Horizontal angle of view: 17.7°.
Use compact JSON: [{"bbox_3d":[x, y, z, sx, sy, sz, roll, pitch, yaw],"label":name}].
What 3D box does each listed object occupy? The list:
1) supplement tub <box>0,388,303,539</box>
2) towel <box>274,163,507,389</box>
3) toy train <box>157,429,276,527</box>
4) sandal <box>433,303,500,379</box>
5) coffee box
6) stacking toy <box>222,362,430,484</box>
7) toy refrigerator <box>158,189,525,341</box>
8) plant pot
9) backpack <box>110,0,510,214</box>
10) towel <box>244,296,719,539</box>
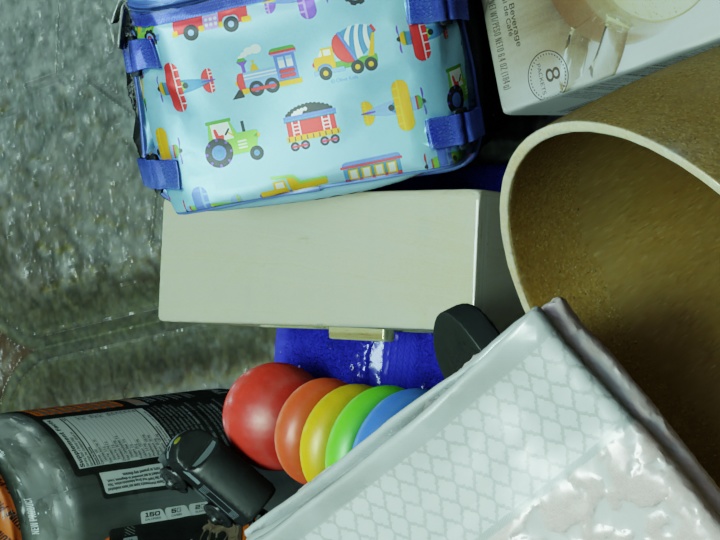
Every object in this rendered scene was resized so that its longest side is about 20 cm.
[{"bbox_3d":[-0.134,0.129,1.194,0.122,0.200,0.123,6,98,48],"label":"supplement tub"},{"bbox_3d":[0.038,0.020,1.137,0.200,0.049,0.148,5,97,42],"label":"towel"},{"bbox_3d":[-0.015,0.146,1.142,0.200,0.034,0.046,39,155,-4],"label":"toy train"},{"bbox_3d":[0.079,0.103,0.955,0.200,0.045,0.075,53,156,22],"label":"sandal"},{"bbox_3d":[0.149,-0.147,1.003,0.200,0.080,0.115,-18,80,42],"label":"coffee box"},{"bbox_3d":[0.005,0.086,1.094,0.200,0.085,0.086,14,102,46],"label":"stacking toy"},{"bbox_3d":[0.000,0.000,1.095,0.200,0.076,0.070,0,86,41],"label":"toy refrigerator"},{"bbox_3d":[0.189,-0.024,0.884,0.186,0.200,0.187,42,152,28],"label":"plant pot"},{"bbox_3d":[-0.029,-0.139,1.072,0.182,0.135,0.201,-5,101,9],"label":"backpack"},{"bbox_3d":[0.065,0.136,0.914,0.200,0.032,0.191,-41,84,32],"label":"towel"}]
